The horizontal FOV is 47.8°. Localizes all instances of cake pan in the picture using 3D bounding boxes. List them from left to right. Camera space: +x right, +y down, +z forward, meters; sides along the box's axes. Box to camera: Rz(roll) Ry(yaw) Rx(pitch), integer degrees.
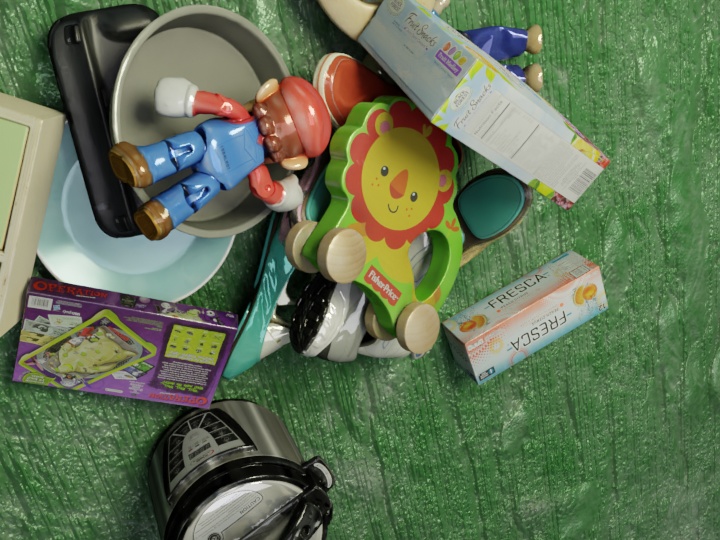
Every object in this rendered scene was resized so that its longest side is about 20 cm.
[{"bbox_3d":[-0.139,-0.131,0.730,0.199,0.036,0.203,-8,101,-45],"label":"cake pan"}]

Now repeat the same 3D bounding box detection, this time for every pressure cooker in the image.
[{"bbox_3d":[-0.125,0.250,0.856,0.177,0.200,0.178,10,107,-26],"label":"pressure cooker"}]

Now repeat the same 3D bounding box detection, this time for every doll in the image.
[{"bbox_3d":[0.093,-0.219,0.851,0.197,0.048,0.138,-10,109,-16],"label":"doll"}]

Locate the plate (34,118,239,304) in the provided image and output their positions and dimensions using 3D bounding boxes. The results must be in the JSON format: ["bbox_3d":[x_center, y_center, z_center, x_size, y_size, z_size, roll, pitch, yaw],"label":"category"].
[{"bbox_3d":[-0.216,-0.061,0.778,0.197,0.026,0.203,-3,107,-11],"label":"plate"}]

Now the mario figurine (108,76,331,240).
[{"bbox_3d":[-0.114,-0.103,0.699,0.199,0.106,0.124,-30,150,-28],"label":"mario figurine"}]

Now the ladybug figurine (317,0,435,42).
[{"bbox_3d":[0.002,-0.304,0.762,0.135,0.072,0.202,-27,119,-11],"label":"ladybug figurine"}]

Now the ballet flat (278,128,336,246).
[{"bbox_3d":[-0.032,-0.101,0.817,0.069,0.071,0.201,48,51,-30],"label":"ballet flat"}]

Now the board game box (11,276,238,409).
[{"bbox_3d":[-0.232,0.076,0.804,0.198,0.032,0.121,12,121,-20],"label":"board game box"}]

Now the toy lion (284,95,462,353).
[{"bbox_3d":[0.034,-0.051,0.758,0.200,0.068,0.193,44,72,-38],"label":"toy lion"}]

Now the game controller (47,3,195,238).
[{"bbox_3d":[-0.207,-0.132,0.732,0.103,0.042,0.203,-18,109,-23],"label":"game controller"}]

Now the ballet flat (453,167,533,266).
[{"bbox_3d":[0.127,-0.054,0.874,0.070,0.072,0.200,11,148,-27],"label":"ballet flat"}]

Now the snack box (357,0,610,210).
[{"bbox_3d":[0.113,-0.157,0.748,0.199,0.169,0.068,22,115,-38],"label":"snack box"}]

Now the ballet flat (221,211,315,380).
[{"bbox_3d":[-0.089,0.035,0.855,0.070,0.067,0.202,21,101,-1],"label":"ballet flat"}]

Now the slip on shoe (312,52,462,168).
[{"bbox_3d":[0.031,-0.149,0.794,0.199,0.061,0.075,31,70,-41],"label":"slip on shoe"}]

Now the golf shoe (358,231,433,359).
[{"bbox_3d":[0.033,0.007,0.872,0.096,0.078,0.203,-6,111,-19],"label":"golf shoe"}]

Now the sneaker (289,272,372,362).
[{"bbox_3d":[0.000,0.000,0.828,0.079,0.074,0.202,25,91,-33],"label":"sneaker"}]

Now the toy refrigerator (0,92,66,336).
[{"bbox_3d":[-0.325,-0.048,0.711,0.075,0.070,0.202,17,104,-6],"label":"toy refrigerator"}]

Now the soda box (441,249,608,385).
[{"bbox_3d":[0.204,0.055,1.002,0.198,0.064,0.069,-28,119,-10],"label":"soda box"}]

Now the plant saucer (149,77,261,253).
[{"bbox_3d":[-0.151,-0.099,0.810,0.069,0.019,0.202,18,103,-28],"label":"plant saucer"}]
